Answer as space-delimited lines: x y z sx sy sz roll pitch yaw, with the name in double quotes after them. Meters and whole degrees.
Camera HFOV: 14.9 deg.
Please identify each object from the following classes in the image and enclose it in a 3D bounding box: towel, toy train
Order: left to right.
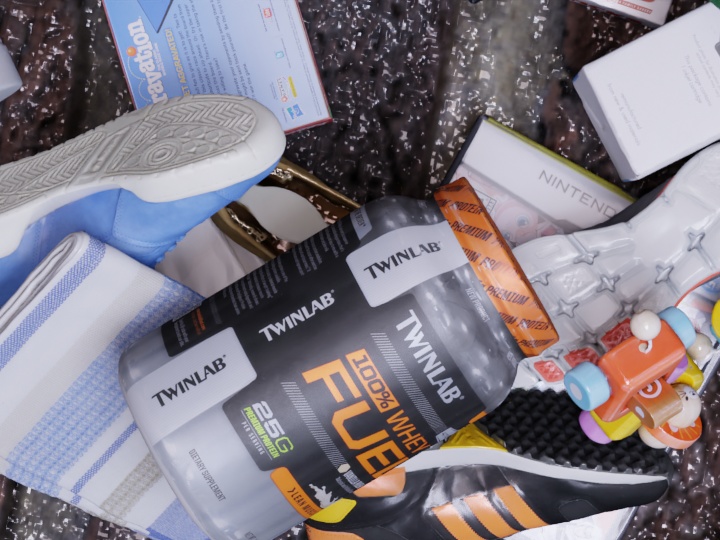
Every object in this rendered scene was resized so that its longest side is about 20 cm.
-0.119 0.068 1.445 0.200 0.024 0.147 30 113 -35 "towel"
0.185 0.042 1.402 0.200 0.150 0.056 -30 74 -24 "toy train"

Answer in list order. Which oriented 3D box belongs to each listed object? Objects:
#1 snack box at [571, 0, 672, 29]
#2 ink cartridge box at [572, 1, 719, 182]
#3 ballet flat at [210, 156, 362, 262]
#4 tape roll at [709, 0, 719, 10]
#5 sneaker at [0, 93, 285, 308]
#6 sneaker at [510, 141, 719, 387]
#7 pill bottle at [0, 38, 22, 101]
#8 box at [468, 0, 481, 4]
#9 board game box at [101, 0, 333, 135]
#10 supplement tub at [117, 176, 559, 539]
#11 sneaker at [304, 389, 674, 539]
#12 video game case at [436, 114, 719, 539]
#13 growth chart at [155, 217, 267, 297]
0.081 -0.197 1.497 0.200 0.024 0.072 19 90 0 "snack box"
0.216 -0.121 1.453 0.200 0.116 0.067 -27 90 1 "ink cartridge box"
0.000 0.000 1.463 0.200 0.063 0.069 29 87 6 "ballet flat"
0.242 -0.203 1.332 0.200 0.048 0.201 -6 108 -18 "tape roll"
-0.116 -0.016 1.443 0.200 0.077 0.111 -19 125 15 "sneaker"
0.141 0.003 1.448 0.200 0.082 0.077 -28 85 4 "sneaker"
-0.260 -0.171 1.463 0.111 0.111 0.200 -26 91 2 "pill bottle"
0.127 -0.238 1.407 0.200 0.164 0.086 -29 83 -8 "box"
-0.092 -0.162 1.498 0.103 0.019 0.200 -16 87 -1 "board game box"
-0.009 0.044 1.372 0.200 0.123 0.123 -31 91 5 "supplement tub"
0.065 0.118 1.473 0.200 0.070 0.090 3 121 -6 "sneaker"
0.096 0.044 1.505 0.181 0.026 0.200 29 92 0 "video game case"
-0.130 0.008 1.513 0.200 0.018 0.145 -24 92 2 "growth chart"
